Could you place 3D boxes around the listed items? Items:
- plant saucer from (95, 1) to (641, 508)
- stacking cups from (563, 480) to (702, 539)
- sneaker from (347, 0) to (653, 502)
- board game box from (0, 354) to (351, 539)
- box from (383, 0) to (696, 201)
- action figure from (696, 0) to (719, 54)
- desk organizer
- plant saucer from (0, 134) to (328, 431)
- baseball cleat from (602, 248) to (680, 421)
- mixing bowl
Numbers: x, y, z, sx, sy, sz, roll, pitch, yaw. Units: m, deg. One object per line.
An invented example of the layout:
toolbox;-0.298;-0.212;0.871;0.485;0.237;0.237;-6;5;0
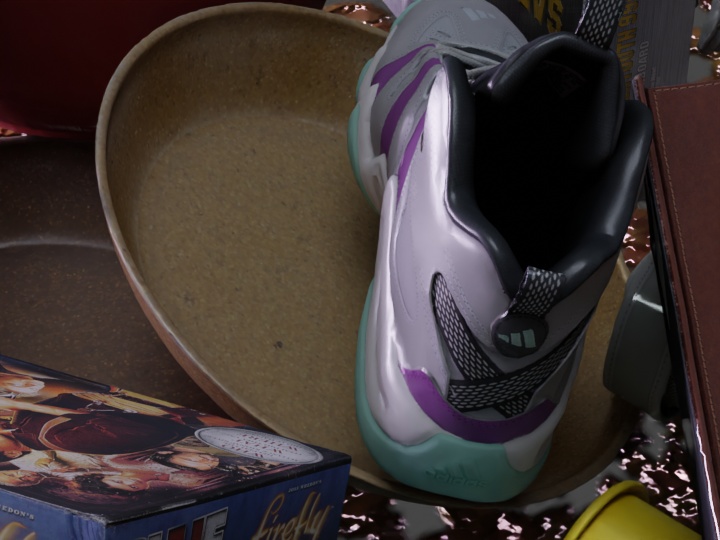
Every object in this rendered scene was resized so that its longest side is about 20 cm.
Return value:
plant saucer;0.000;0.000;0.775;0.200;0.035;0.200;20;43;-20
stacking cups;0.143;0.128;0.661;0.200;0.061;0.061;28;50;28
sneaker;0.048;-0.046;0.710;0.078;0.140;0.200;9;47;-12
board game box;-0.121;0.049;0.658;0.200;0.035;0.135;14;9;23
box;0.051;-0.140;0.881;0.048;0.158;0.200;-17;46;-19
action figure;0.178;-0.093;0.857;0.119;0.200;0.102;34;88;2
desk organizer;0.127;0.032;0.661;0.077;0.072;0.200;-8;45;5
plant saucer;-0.110;0.032;0.791;0.200;0.037;0.200;-1;42;1
baseball cleat;0.131;0.051;0.739;0.106;0.070;0.200;2;32;-8
mixing bowl;-0.091;-0.110;0.868;0.200;0.108;0.200;0;17;0
